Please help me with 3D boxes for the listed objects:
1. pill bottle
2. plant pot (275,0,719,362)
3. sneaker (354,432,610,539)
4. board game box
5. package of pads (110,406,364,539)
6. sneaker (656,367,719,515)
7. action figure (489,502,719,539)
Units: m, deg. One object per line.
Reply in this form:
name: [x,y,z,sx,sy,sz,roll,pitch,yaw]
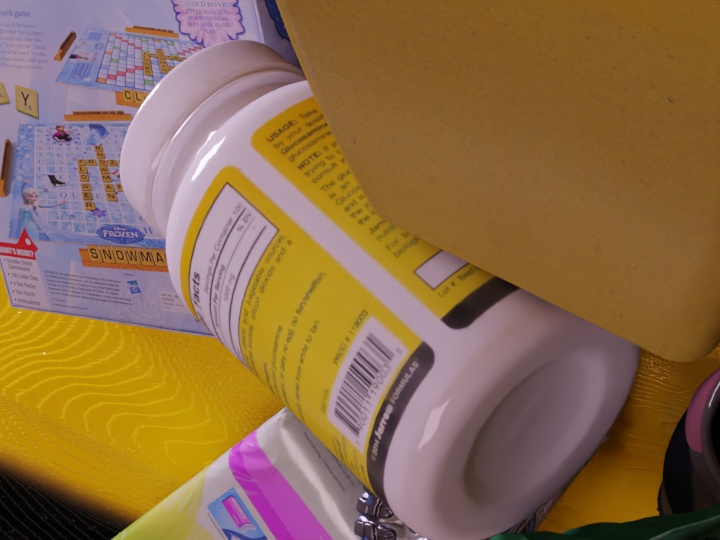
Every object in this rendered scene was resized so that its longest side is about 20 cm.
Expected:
pill bottle: [0.000,0.000,0.831,0.200,0.112,0.113,43,137,33]
plant pot: [0.092,-0.094,0.722,0.200,0.200,0.177,27,140,25]
sneaker: [0.066,0.043,0.904,0.077,0.085,0.201,38,113,35]
board game box: [-0.098,-0.069,0.989,0.199,0.041,0.200,7,120,36]
package of pads: [-0.025,0.153,1.046,0.155,0.068,0.200,54,136,2]
sneaker: [0.167,0.116,0.800,0.082,0.070,0.200,95,153,-43]
action figure: [0.091,0.112,0.802,0.200,0.118,0.055,153,109,-69]
